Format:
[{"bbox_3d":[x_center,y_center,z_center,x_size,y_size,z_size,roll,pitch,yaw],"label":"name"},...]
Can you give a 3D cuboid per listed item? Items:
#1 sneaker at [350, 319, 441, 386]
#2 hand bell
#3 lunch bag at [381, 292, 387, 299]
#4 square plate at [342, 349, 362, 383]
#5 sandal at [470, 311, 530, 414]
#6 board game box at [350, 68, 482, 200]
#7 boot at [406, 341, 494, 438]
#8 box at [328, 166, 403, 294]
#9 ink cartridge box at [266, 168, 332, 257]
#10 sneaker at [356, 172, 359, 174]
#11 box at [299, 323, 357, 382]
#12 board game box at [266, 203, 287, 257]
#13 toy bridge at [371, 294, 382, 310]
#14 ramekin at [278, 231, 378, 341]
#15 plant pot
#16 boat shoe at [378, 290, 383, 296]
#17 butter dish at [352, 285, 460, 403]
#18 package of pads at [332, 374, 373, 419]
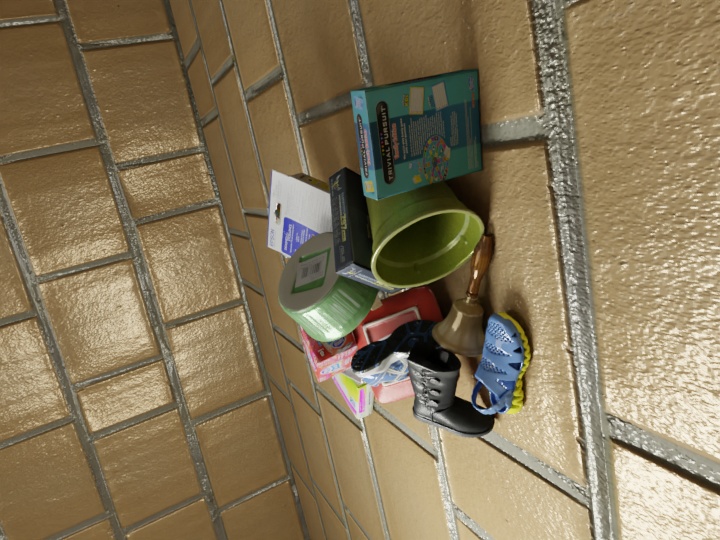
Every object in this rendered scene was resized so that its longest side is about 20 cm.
[{"bbox_3d":[0.081,0.158,1.021,0.078,0.197,0.076,56,-163,-37],"label":"sneaker"},{"bbox_3d":[0.194,0.033,0.919,0.104,0.102,0.204,43,131,49],"label":"hand bell"},{"bbox_3d":[-0.005,0.102,1.364,0.163,0.116,0.204,19,118,60],"label":"lunch bag"},{"bbox_3d":[-0.054,0.163,1.335,0.199,0.028,0.202,8,112,62],"label":"square plate"},{"bbox_3d":[0.229,0.167,0.899,0.079,0.086,0.204,34,135,58],"label":"sandal"},{"bbox_3d":[0.090,-0.207,0.805,0.047,0.197,0.154,30,133,58],"label":"board game box"},{"bbox_3d":[0.169,0.218,0.974,0.066,0.161,0.202,-71,-19,-44],"label":"boot"},{"bbox_3d":[0.015,-0.072,1.001,0.051,0.156,0.204,-27,56,36],"label":"box"},{"bbox_3d":[-0.111,-0.104,1.171,0.198,0.047,0.201,27,128,21],"label":"ink cartridge box"},{"bbox_3d":[0.010,-0.133,1.235,0.148,0.079,0.201,-87,-27,-44],"label":"sneaker"},{"bbox_3d":[-0.071,0.166,1.185,0.201,0.094,0.101,99,146,-67],"label":"box"},{"bbox_3d":[-0.122,-0.123,1.361,0.103,0.197,0.107,40,142,51],"label":"board game box"},{"bbox_3d":[0.000,0.000,1.132,0.201,0.027,0.068,-113,-2,-56],"label":"toy bridge"},{"bbox_3d":[-0.068,0.025,1.040,0.097,0.201,0.200,40,-179,-39],"label":"ramekin"},{"bbox_3d":[0.088,-0.105,0.930,0.202,0.196,0.187,106,151,-53],"label":"plant pot"},{"bbox_3d":[-0.004,0.002,1.270,0.060,0.072,0.202,40,-173,-31],"label":"boat shoe"},{"bbox_3d":[0.105,0.146,1.119,0.197,0.147,0.204,-22,86,24],"label":"butter dish"},{"bbox_3d":[-0.029,0.325,1.638,0.200,0.067,0.157,50,149,43],"label":"package of pads"}]
